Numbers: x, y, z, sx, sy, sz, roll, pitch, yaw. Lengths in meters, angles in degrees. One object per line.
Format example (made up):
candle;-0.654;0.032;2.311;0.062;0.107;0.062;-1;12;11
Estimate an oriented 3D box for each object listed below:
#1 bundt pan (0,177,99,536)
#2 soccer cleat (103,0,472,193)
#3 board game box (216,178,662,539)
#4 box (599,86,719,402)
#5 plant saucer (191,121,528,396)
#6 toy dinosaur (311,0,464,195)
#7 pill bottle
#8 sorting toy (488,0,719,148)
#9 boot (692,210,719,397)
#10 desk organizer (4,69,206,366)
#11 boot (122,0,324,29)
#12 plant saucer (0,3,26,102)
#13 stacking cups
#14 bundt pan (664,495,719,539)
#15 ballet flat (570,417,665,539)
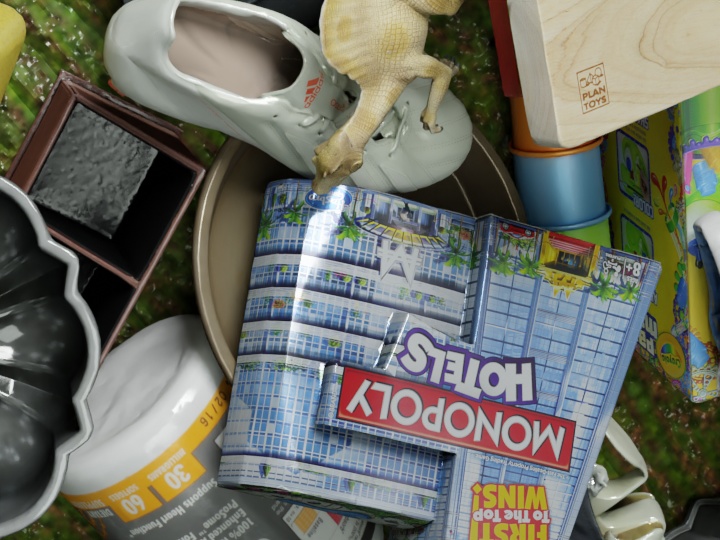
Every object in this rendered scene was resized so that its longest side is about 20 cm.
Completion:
bundt pan;-0.215;0.038;1.125;0.201;0.076;0.203;0;94;0
soccer cleat;-0.025;-0.082;1.160;0.199;0.077;0.070;15;76;-27
board game box;0.038;0.073;1.186;0.199;0.062;0.201;14;76;-27
box;0.238;-0.055;1.287;0.199;0.122;0.194;-10;110;-14
plant saucer;0.000;0.000;1.228;0.199;0.029;0.201;5;80;-31
toy dinosaur;0.019;-0.129;1.105;0.101;0.058;0.201;-12;113;-41
pill bottle;-0.060;0.128;1.259;0.116;0.116;0.200;-41;113;-1
sorting toy;0.117;-0.178;1.104;0.200;0.069;0.200;-23;109;-38
boot;0.222;0.051;1.221;0.095;0.074;0.201;-18;104;-4
desk organizer;-0.157;0.012;1.214;0.072;0.077;0.201;26;98;-22
boot;0.003;-0.140;1.197;0.199;0.066;0.165;-28;127;11
plant saucer;-0.279;-0.058;1.171;0.199;0.048;0.201;18;100;-21
stacking cups;0.100;-0.046;1.283;0.060;0.061;0.201;-13;109;-12
bundt pan;0.251;0.213;1.365;0.201;0.076;0.203;2;84;-17
ballet flat;0.126;0.128;1.319;0.073;0.073;0.200;-29;127;-6
